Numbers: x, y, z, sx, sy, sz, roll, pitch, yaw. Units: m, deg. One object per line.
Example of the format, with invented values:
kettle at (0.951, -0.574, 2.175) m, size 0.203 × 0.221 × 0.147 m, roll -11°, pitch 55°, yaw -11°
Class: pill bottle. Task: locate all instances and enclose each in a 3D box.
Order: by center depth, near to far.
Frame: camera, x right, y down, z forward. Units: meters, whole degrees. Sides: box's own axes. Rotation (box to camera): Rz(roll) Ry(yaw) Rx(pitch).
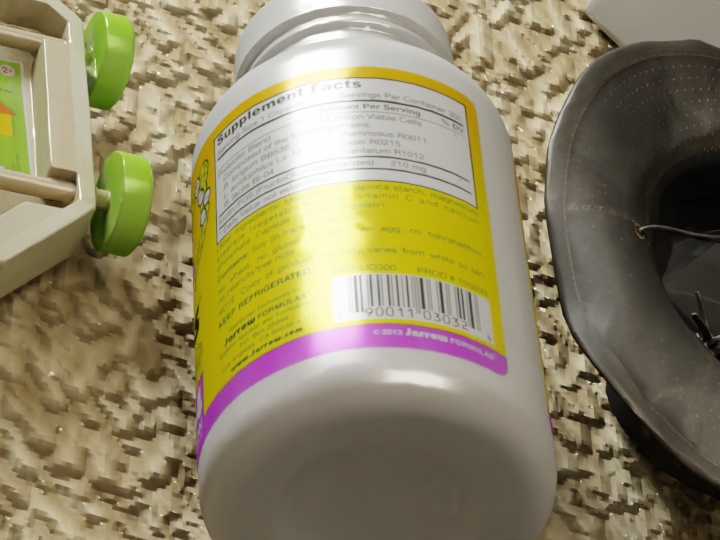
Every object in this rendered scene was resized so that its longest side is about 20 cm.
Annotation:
pill bottle at (0.000, 0.000, 0.884) m, size 0.104 × 0.104 × 0.200 m, roll 16°, pitch 41°, yaw -18°

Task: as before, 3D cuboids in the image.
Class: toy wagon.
toy wagon at (-0.148, -0.073, 0.919) m, size 0.155 × 0.040 × 0.200 m, roll 12°, pitch 42°, yaw -22°

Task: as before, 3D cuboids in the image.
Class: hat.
hat at (0.133, 0.020, 0.969) m, size 0.200 × 0.081 × 0.201 m, roll 13°, pitch 50°, yaw -15°

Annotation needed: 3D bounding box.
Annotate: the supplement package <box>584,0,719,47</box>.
supplement package at (0.200, -0.146, 1.091) m, size 0.120 × 0.200 × 0.121 m, roll 45°, pitch 41°, yaw 18°
